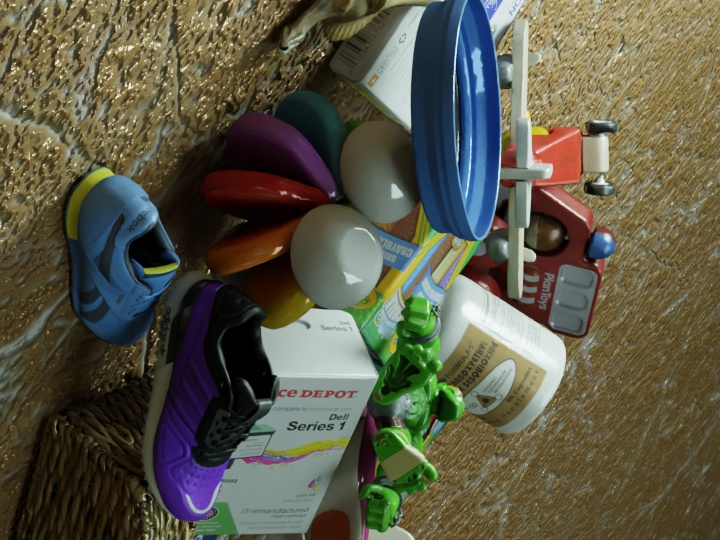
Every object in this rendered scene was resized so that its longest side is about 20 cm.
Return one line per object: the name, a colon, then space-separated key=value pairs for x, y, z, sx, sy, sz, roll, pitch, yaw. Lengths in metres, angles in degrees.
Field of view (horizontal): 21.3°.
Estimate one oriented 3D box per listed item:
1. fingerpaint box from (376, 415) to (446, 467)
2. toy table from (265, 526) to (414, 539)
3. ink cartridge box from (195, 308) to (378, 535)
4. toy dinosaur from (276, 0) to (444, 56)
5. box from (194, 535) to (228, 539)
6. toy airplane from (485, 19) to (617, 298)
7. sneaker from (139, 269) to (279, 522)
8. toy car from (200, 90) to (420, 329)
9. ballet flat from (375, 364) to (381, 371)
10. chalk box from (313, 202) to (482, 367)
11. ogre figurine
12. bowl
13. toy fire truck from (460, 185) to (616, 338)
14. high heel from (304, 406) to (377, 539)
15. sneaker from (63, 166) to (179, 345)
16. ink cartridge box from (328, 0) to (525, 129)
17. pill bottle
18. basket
fingerpaint box: x=0.030 y=0.143 z=2.064 sx=0.167 sy=0.073 sz=0.201 roll=-47 pitch=155 yaw=-21
toy table: x=-0.044 y=0.258 z=1.938 sx=0.182 sy=0.118 sz=0.200 roll=-22 pitch=168 yaw=15
ink cartridge box: x=-0.089 y=0.133 z=1.668 sx=0.144 sy=0.084 sz=0.201 roll=3 pitch=129 yaw=-28
toy dinosaur: x=0.008 y=-0.229 z=1.568 sx=0.199 sy=0.058 sz=0.102 roll=-16 pitch=144 yaw=-32
box: x=-0.183 y=0.271 z=1.869 sx=0.122 sy=0.032 sz=0.200 roll=-53 pitch=158 yaw=-8
toy airplane: x=0.145 y=-0.103 z=1.811 sx=0.201 sy=0.140 sz=0.200 roll=-65 pitch=146 yaw=-27
sneaker: x=-0.112 y=0.108 z=1.497 sx=0.069 sy=0.099 sz=0.202 roll=-11 pitch=110 yaw=-51
toy car: x=-0.057 y=-0.060 z=1.558 sx=0.150 sy=0.174 sz=0.201 roll=43 pitch=59 yaw=-25
ballet flat: x=-0.020 y=0.140 z=1.887 sx=0.070 sy=0.068 sz=0.200 roll=-24 pitch=-173 yaw=28
chalk box: x=0.000 y=0.000 z=1.758 sx=0.201 sy=0.124 sz=0.124 roll=-53 pitch=157 yaw=-9
ogre figurine: x=0.039 y=0.116 z=1.693 sx=0.120 sy=0.097 sz=0.202 roll=-56 pitch=138 yaw=-77
bowl: x=0.079 y=-0.125 z=1.564 sx=0.200 sy=0.039 sz=0.203 roll=-1 pitch=90 yaw=-75
toy fire truck: x=0.176 y=-0.022 z=1.982 sx=0.201 sy=0.166 sz=0.113 roll=98 pitch=9 yaw=-46
high heel: x=-0.001 y=0.198 z=1.765 sx=0.096 sy=0.067 sz=0.202 roll=10 pitch=81 yaw=-57
sneaker: x=-0.178 y=0.007 z=1.483 sx=0.066 sy=0.078 sz=0.201 roll=-45 pitch=156 yaw=-28
ink cartridge box: x=0.072 y=-0.227 z=1.711 sx=0.199 sy=0.047 sz=0.200 roll=-58 pitch=158 yaw=0
pill bottle: x=0.099 y=0.069 z=1.933 sx=0.115 sy=0.199 sz=0.115 roll=-50 pitch=-161 yaw=24
basket: x=-0.191 y=0.209 z=1.632 sx=0.149 sy=0.142 sz=0.201 roll=-23 pitch=140 yaw=-52
